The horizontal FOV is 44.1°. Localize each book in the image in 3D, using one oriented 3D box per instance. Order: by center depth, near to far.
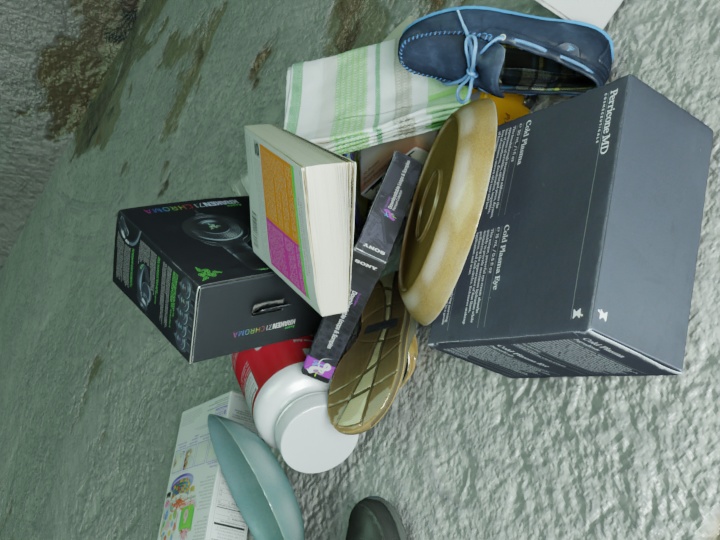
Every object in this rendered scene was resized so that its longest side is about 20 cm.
[{"bbox_3d":[-0.064,-0.053,0.825,0.200,0.048,0.135,-142,48,-60],"label":"book"}]

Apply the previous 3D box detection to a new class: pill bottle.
[{"bbox_3d":[-0.073,0.129,0.986,0.113,0.112,0.200,-59,31,14],"label":"pill bottle"}]

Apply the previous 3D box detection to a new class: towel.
[{"bbox_3d":[0.013,-0.189,0.915,0.199,0.031,0.150,-13,52,16],"label":"towel"},{"bbox_3d":[-0.008,-0.106,1.015,0.201,0.023,0.144,83,-173,-53],"label":"towel"}]

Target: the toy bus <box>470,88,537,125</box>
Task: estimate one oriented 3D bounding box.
[{"bbox_3d":[0.121,-0.115,0.885,0.078,0.065,0.201,-22,53,53],"label":"toy bus"}]

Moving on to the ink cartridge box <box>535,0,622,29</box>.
[{"bbox_3d":[0.225,-0.346,0.851,0.201,0.084,0.146,-56,32,20],"label":"ink cartridge box"}]

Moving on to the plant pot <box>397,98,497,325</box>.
[{"bbox_3d":[0.068,-0.053,0.763,0.200,0.027,0.202,-164,90,-84],"label":"plant pot"}]

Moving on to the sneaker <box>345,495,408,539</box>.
[{"bbox_3d":[-0.006,0.297,0.791,0.073,0.082,0.201,-33,43,47],"label":"sneaker"}]

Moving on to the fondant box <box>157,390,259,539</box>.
[{"bbox_3d":[-0.192,0.269,1.139,0.144,0.058,0.201,-27,47,49],"label":"fondant box"}]

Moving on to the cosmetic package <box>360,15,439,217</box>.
[{"bbox_3d":[0.060,-0.171,0.998,0.103,0.087,0.201,-39,40,41],"label":"cosmetic package"}]

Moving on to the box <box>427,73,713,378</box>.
[{"bbox_3d":[0.164,-0.023,0.709,0.182,0.104,0.201,-12,60,57],"label":"box"}]

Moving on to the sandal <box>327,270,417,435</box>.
[{"bbox_3d":[0.026,0.085,0.915,0.080,0.054,0.201,-14,41,33],"label":"sandal"}]

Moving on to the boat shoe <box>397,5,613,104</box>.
[{"bbox_3d":[0.128,-0.198,0.814,0.198,0.084,0.069,2,52,18],"label":"boat shoe"}]

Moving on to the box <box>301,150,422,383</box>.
[{"bbox_3d":[0.000,0.000,0.872,0.201,0.036,0.143,113,179,-48],"label":"box"}]

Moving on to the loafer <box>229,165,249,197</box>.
[{"bbox_3d":[-0.100,-0.037,1.106,0.069,0.070,0.201,-27,84,26],"label":"loafer"}]

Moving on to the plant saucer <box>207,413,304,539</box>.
[{"bbox_3d":[-0.104,0.237,0.955,0.201,0.039,0.202,49,153,35],"label":"plant saucer"}]

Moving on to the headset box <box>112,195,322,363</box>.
[{"bbox_3d":[-0.148,0.005,0.974,0.200,0.173,0.093,37,126,42],"label":"headset box"}]
